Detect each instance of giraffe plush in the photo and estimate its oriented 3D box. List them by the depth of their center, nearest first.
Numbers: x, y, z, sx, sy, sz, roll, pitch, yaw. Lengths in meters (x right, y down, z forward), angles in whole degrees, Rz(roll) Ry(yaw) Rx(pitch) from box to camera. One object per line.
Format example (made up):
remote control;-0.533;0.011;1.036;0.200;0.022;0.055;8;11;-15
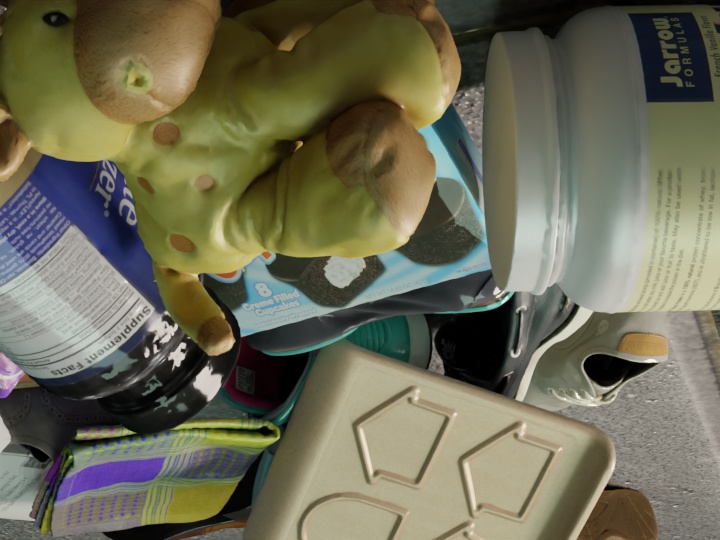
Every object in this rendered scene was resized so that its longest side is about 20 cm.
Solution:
giraffe plush;-0.079;-0.081;0.691;0.200;0.173;0.162;-37;130;25

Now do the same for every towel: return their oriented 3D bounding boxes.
towel;-0.141;0.141;1.109;0.143;0.023;0.200;-2;158;-20

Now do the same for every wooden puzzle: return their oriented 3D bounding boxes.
wooden puzzle;0.042;0.143;1.074;0.199;0.046;0.186;21;118;-4

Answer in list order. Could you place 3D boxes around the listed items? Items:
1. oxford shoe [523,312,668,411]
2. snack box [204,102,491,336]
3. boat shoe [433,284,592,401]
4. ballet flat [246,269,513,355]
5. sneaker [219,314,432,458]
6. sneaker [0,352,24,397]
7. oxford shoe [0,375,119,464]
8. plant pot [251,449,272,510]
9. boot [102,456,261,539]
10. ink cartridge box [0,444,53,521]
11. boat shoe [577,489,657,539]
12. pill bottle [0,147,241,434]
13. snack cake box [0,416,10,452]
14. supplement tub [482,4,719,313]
oxford shoe;0.158;0.070;1.156;0.075;0.058;0.200;3;157;-18
snack box;-0.029;-0.032;0.880;0.199;0.037;0.116;-16;124;27
boat shoe;0.082;0.045;1.063;0.066;0.075;0.199;1;153;-24
ballet flat;0.000;0.000;0.986;0.199;0.074;0.073;-13;155;34
sneaker;-0.049;0.083;1.123;0.120;0.084;0.200;5;147;-29
sneaker;-0.170;0.023;0.935;0.200;0.115;0.072;21;165;-37
oxford shoe;-0.196;0.092;1.109;0.199;0.073;0.071;4;-179;-39
plant pot;0.053;0.188;1.264;0.199;0.201;0.196;-19;160;31
boot;-0.109;0.208;1.451;0.187;0.069;0.200;-22;158;20
ink cartridge box;-0.241;0.122;1.192;0.199;0.083;0.147;10;152;-28
boat shoe;0.189;0.224;1.483;0.065;0.073;0.199;-24;153;37
pill bottle;-0.150;-0.006;0.826;0.111;0.112;0.200;-17;135;28
snack cake box;-0.298;0.045;0.913;0.199;0.067;0.115;33;157;12
supplement tub;0.163;-0.053;0.780;0.199;0.146;0.145;-1;156;-3
